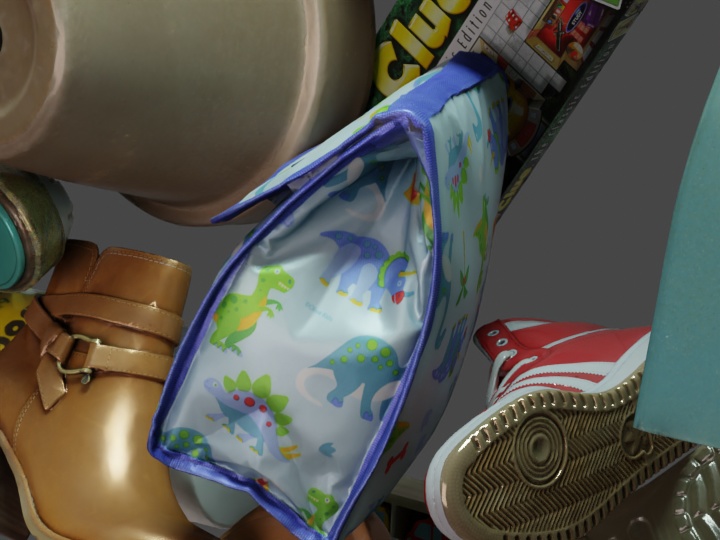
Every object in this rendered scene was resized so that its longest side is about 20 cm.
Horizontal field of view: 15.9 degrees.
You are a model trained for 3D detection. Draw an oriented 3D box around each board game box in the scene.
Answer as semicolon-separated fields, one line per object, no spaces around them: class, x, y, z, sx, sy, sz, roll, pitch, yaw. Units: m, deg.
board game box;0.056;-0.098;1.249;0.105;0.023;0.200;46;124;21

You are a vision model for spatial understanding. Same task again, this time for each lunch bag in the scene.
lunch bag;0.000;0.000;1.178;0.127;0.170;0.201;29;108;5

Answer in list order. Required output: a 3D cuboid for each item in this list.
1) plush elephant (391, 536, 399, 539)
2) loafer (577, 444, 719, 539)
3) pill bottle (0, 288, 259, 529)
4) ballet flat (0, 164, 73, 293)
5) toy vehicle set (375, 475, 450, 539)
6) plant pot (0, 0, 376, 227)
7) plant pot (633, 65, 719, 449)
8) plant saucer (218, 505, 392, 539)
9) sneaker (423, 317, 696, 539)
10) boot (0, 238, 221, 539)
plush elephant;0.014;0.224;1.233;0.200;0.165;0.155;-41;113;18
loafer;0.162;0.127;1.194;0.199;0.067;0.076;-21;62;20
pill bottle;-0.140;0.076;1.380;0.199;0.113;0.114;13;109;34
ballet flat;-0.182;-0.022;1.320;0.200;0.070;0.071;-21;89;64
toy vehicle set;0.048;0.177;1.320;0.199;0.026;0.125;12;109;34
plant pot;-0.120;-0.118;1.265;0.199;0.174;0.202;5;97;41
plant pot;0.216;-0.026;1.081;0.141;0.141;0.201;10;100;34
plant saucer;-0.055;0.193;1.203;0.200;0.032;0.201;-40;34;35
sneaker;0.071;0.072;1.173;0.112;0.199;0.072;2;107;44
boot;-0.110;0.072;1.257;0.199;0.077;0.156;16;76;45
